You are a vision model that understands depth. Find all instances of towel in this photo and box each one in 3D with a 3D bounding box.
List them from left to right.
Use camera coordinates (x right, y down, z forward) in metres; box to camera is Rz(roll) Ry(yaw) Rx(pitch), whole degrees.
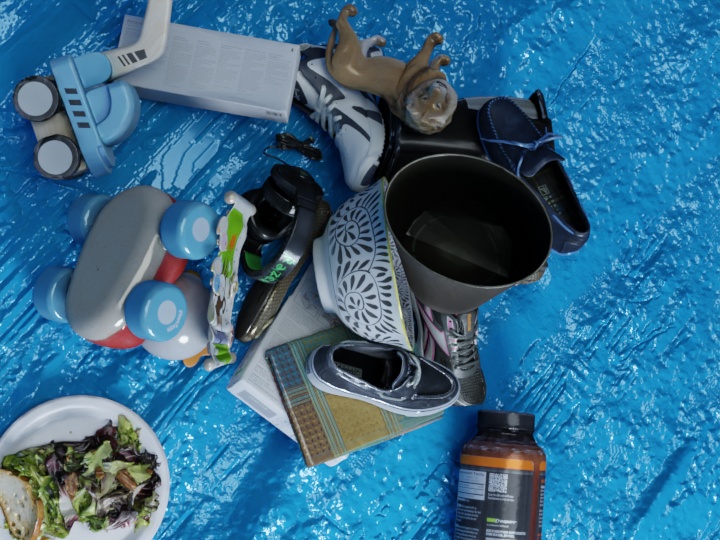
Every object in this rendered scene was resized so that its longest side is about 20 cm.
[{"bbox_3d":[-0.006,0.134,1.377,0.200,0.022,0.147,-16,81,-35],"label":"towel"}]

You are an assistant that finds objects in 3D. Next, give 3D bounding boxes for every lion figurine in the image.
[{"bbox_3d":[0.027,-0.225,1.348,0.200,0.072,0.123,18,64,23],"label":"lion figurine"}]

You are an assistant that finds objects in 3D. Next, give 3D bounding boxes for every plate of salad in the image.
[{"bbox_3d":[-0.302,0.235,1.270,0.200,0.048,0.200,3,83,-23],"label":"plate of salad"}]

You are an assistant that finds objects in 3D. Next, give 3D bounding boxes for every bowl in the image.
[{"bbox_3d":[0.000,0.000,1.348,0.094,0.201,0.201,-10,89,6],"label":"bowl"}]

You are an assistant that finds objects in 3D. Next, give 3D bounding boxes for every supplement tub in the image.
[{"bbox_3d":[0.171,0.272,1.434,0.107,0.107,0.200,9,82,-22],"label":"supplement tub"}]

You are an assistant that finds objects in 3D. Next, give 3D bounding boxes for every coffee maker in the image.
[{"bbox_3d":[0.122,-0.141,1.410,0.200,0.192,0.135,4,124,-12],"label":"coffee maker"}]

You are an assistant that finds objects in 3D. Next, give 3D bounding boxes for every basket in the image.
[{"bbox_3d":[0.108,-0.028,1.303,0.180,0.200,0.136,24,76,5],"label":"basket"}]

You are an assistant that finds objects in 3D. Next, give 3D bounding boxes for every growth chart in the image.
[{"bbox_3d":[-0.142,0.013,1.263,0.018,0.145,0.200,9,96,5],"label":"growth chart"}]

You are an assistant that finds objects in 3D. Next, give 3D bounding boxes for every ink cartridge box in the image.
[{"bbox_3d":[-0.046,0.105,1.402,0.161,0.050,0.200,39,53,-15],"label":"ink cartridge box"}]

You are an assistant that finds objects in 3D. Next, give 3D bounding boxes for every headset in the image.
[{"bbox_3d":[-0.083,-0.075,1.360,0.094,0.123,0.200,20,52,-31],"label":"headset"}]

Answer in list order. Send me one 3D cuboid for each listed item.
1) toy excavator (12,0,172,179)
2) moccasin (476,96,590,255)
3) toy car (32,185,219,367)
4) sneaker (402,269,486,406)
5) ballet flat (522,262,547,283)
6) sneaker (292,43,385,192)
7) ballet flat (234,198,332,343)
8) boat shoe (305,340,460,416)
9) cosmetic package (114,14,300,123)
[{"bbox_3d":[-0.268,-0.207,1.265,0.200,0.100,0.195,-19,95,-4],"label":"toy excavator"},{"bbox_3d":[0.207,-0.116,1.332,0.080,0.068,0.200,-32,84,-20],"label":"moccasin"},{"bbox_3d":[-0.212,0.023,1.289,0.200,0.184,0.177,40,64,-47],"label":"toy car"},{"bbox_3d":[0.110,0.073,1.433,0.080,0.086,0.200,-24,95,-30],"label":"sneaker"},{"bbox_3d":[0.144,-0.031,1.475,0.200,0.067,0.046,23,118,-22],"label":"ballet flat"},{"bbox_3d":[-0.042,-0.189,1.393,0.130,0.079,0.199,8,69,-15],"label":"sneaker"},{"bbox_3d":[-0.085,0.002,1.378,0.046,0.067,0.200,37,67,-24],"label":"ballet flat"},{"bbox_3d":[0.039,0.118,1.355,0.200,0.068,0.072,17,65,-26],"label":"boat shoe"},{"bbox_3d":[-0.173,-0.226,1.331,0.200,0.051,0.083,11,82,1],"label":"cosmetic package"}]
